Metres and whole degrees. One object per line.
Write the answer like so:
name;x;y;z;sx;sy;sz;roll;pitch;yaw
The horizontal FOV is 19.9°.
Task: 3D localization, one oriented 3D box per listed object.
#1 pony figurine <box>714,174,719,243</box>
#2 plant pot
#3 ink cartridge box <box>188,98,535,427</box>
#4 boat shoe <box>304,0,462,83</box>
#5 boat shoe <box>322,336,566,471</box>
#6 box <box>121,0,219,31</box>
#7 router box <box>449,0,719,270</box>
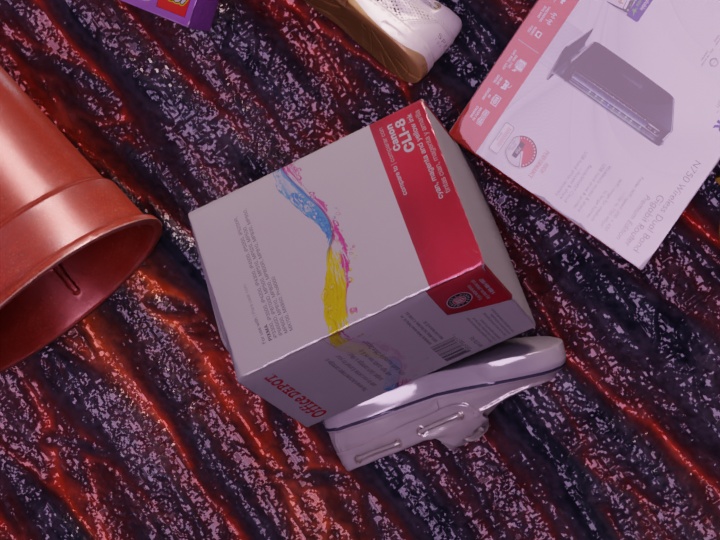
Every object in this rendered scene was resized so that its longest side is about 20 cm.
pony figurine;0.358;0.003;1.485;0.192;0.166;0.201;-21;97;43
plant pot;-0.288;-0.050;1.557;0.200;0.201;0.196;-40;81;11
ink cartridge box;0.000;0.000;1.509;0.199;0.145;0.145;-25;65;10
boat shoe;-0.007;-0.228;1.552;0.200;0.071;0.069;43;75;10
boat shoe;0.068;0.104;1.570;0.199;0.072;0.066;-19;97;11
box;-0.182;-0.279;1.559;0.199;0.039;0.138;24;100;21
router box;0.195;-0.134;1.532;0.179;0.049;0.201;34;100;4
